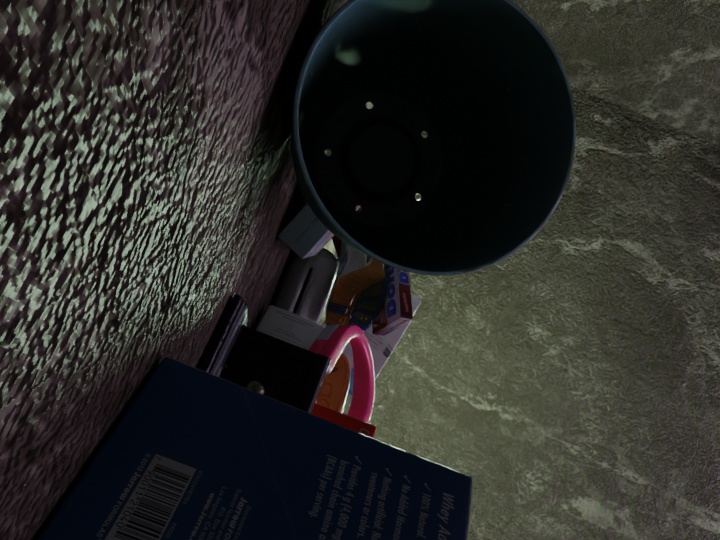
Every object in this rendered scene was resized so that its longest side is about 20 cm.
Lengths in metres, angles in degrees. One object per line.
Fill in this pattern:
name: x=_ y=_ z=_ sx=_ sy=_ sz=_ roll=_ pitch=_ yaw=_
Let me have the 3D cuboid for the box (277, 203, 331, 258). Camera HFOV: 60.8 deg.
box: x=-0.024 y=-0.084 z=0.749 sx=0.156 sy=0.041 sz=0.200 roll=-47 pitch=-177 yaw=1

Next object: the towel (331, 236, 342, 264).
towel: x=-0.034 y=-0.052 z=1.016 sx=0.200 sy=0.022 sz=0.145 roll=-118 pitch=-169 yaw=-88

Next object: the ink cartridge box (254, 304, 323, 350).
ink cartridge box: x=-0.125 y=0.164 z=0.753 sx=0.200 sy=0.086 sz=0.147 roll=-73 pitch=-176 yaw=-55

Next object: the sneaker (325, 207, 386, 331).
sneaker: x=0.000 y=0.000 z=0.879 sx=0.088 sy=0.075 sz=0.200 roll=-153 pitch=-98 yaw=-76

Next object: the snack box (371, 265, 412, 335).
snack box: x=0.041 y=-0.011 z=0.892 sx=0.072 sy=0.024 sz=0.200 roll=-36 pitch=-132 yaw=49

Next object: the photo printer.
photo printer: x=-0.087 y=0.043 z=0.943 sx=0.200 sy=0.069 sz=0.167 roll=-118 pitch=-131 yaw=-89

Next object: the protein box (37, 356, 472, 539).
protein box: x=-0.064 y=0.189 z=0.327 sx=0.199 sy=0.200 sz=0.135 roll=-70 pitch=-178 yaw=-53

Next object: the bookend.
bookend: x=-0.056 y=0.157 z=0.520 sx=0.092 sy=0.200 sz=0.199 roll=114 pitch=-2 yaw=-64

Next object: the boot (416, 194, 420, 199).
boot: x=0.048 y=-0.110 z=1.004 sx=0.072 sy=0.154 sz=0.200 roll=144 pitch=-57 yaw=-83

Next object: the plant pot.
plant pot: x=0.035 y=-0.099 z=0.485 sx=0.201 sy=0.200 sz=0.161 roll=-69 pitch=-166 yaw=-4

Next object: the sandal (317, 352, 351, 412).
sandal: x=-0.058 y=0.198 z=0.817 sx=0.059 sy=0.079 sz=0.207 roll=116 pitch=-13 yaw=-66

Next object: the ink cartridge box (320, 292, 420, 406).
ink cartridge box: x=-0.002 y=0.102 z=0.992 sx=0.200 sy=0.116 sz=0.067 roll=-55 pitch=-178 yaw=-26

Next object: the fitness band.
fitness band: x=-0.024 y=0.151 z=0.769 sx=0.200 sy=0.037 sz=0.144 roll=-53 pitch=131 yaw=-63

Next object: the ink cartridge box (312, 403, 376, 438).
ink cartridge box: x=-0.092 y=0.211 z=0.597 sx=0.044 sy=0.173 sz=0.200 roll=113 pitch=-2 yaw=-67
